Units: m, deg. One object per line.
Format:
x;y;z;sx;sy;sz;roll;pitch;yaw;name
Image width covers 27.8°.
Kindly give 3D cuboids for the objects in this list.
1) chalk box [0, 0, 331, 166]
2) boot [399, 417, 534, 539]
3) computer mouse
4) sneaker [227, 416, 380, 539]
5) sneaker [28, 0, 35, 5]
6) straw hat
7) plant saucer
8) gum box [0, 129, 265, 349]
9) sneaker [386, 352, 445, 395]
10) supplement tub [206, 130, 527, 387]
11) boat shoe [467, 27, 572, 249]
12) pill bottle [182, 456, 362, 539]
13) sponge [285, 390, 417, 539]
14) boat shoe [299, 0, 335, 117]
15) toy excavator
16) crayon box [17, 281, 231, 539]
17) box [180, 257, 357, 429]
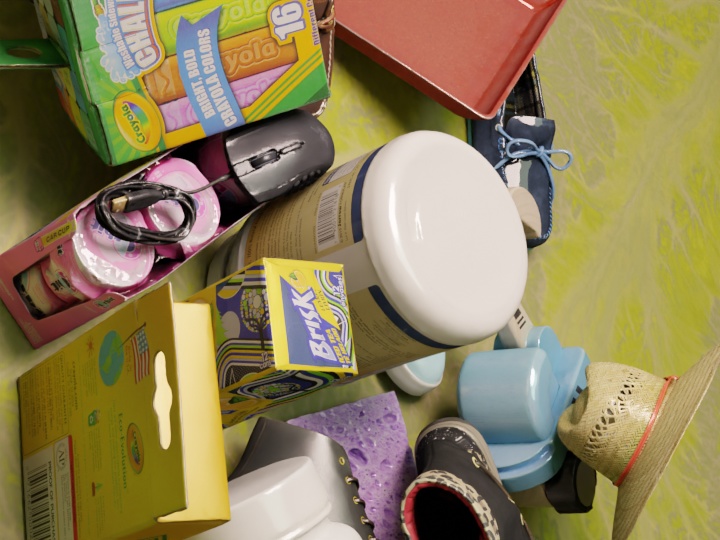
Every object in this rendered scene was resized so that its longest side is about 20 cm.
-0.139;-0.152;0.928;0.199;0.125;0.124;-20;120;-15;chalk box
0.087;0.211;1.010;0.204;0.073;0.154;64;11;-2;boot
-0.083;-0.062;0.912;0.200;0.034;0.059;-29;94;-45;computer mouse
-0.003;0.182;0.974;0.200;0.075;0.107;30;70;-10;sneaker
-0.155;-0.203;1.029;0.199;0.067;0.091;16;29;-32;sneaker
0.191;0.109;1.058;0.085;0.201;0.201;27;46;13;straw hat
0.056;-0.226;1.229;0.200;0.037;0.200;34;50;0;plant saucer
-0.141;-0.031;0.951;0.200;0.113;0.066;-39;101;-44;gum box
0.050;-0.006;1.138;0.074;0.082;0.201;10;66;-39;sneaker
0.000;0.000;1.005;0.144;0.200;0.145;17;64;-39;supplement tub
0.134;-0.120;1.273;0.084;0.069;0.201;-3;75;-43;boat shoe
-0.034;0.222;0.870;0.114;0.114;0.201;-25;93;-45;pill bottle
0.007;0.196;1.052;0.111;0.030;0.201;-10;79;-44;sponge
-0.052;-0.206;1.092;0.070;0.070;0.201;-25;115;-37;boat shoe
0.122;0.063;1.121;0.200;0.100;0.195;60;41;-34;toy excavator
-0.134;0.097;0.840;0.051;0.200;0.128;5;69;-35;crayon box
-0.091;0.057;0.899;0.064;0.200;0.070;7;67;-40;box
